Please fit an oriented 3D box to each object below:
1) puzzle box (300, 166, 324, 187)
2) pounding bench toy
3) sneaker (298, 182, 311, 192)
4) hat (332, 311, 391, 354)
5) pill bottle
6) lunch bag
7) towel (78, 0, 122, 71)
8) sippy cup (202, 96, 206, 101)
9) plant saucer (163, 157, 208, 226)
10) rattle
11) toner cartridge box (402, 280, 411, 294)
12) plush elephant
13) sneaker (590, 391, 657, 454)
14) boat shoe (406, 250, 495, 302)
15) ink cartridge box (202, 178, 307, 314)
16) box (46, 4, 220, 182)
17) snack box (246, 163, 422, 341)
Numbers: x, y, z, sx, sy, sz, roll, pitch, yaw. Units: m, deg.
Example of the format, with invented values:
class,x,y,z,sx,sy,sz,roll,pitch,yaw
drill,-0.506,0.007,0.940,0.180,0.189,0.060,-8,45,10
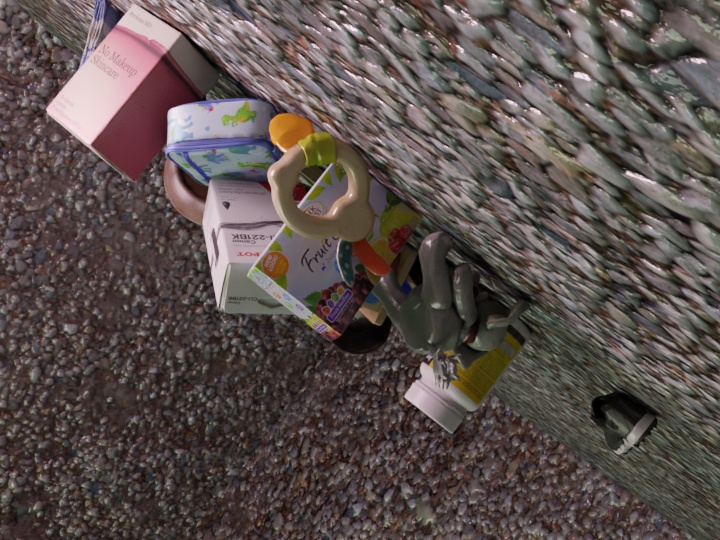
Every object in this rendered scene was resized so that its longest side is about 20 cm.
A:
class,x,y,z,sx,sy,sz,roll,pitch,yaw
puzzle box,-0.013,-0.101,1.736,0.199,0.025,0.133,38,176,1
pounding bench toy,0.000,0.000,1.559,0.155,0.125,0.200,24,-171,-27
sneaker,-0.048,-0.068,1.725,0.108,0.070,0.200,35,178,43
hat,-0.001,0.035,1.817,0.200,0.201,0.081,39,138,-17
pill bottle,0.164,0.145,1.658,0.114,0.201,0.114,37,176,3
lunch bag,-0.183,-0.174,1.505,0.159,0.083,0.200,-2,169,7
towel,-0.397,-0.317,1.712,0.024,0.202,0.147,-1,159,20
sippy cup,-0.316,-0.279,1.669,0.129,0.141,0.178,14,-166,23
plant saucer,-0.203,-0.158,1.631,0.200,0.200,0.032,37,159,16
rattle,-0.047,-0.087,1.352,0.142,0.130,0.200,18,153,53
toner cartridge box,0.102,0.055,1.807,0.199,0.096,0.043,33,175,-36
plush elephant,0.135,0.055,1.439,0.154,0.165,0.201,-4,-116,-38
sneaker,0.382,0.221,1.587,0.090,0.067,0.200,40,173,13
boat shoe,0.126,0.028,1.617,0.200,0.076,0.072,32,171,46
ink cartridge box,-0.133,-0.035,1.477,0.143,0.084,0.201,2,-142,-18
box,-0.319,-0.250,1.504,0.128,0.201,0.109,35,174,35
snack box,-0.032,-0.031,1.384,0.142,0.201,0.053,37,157,-4
